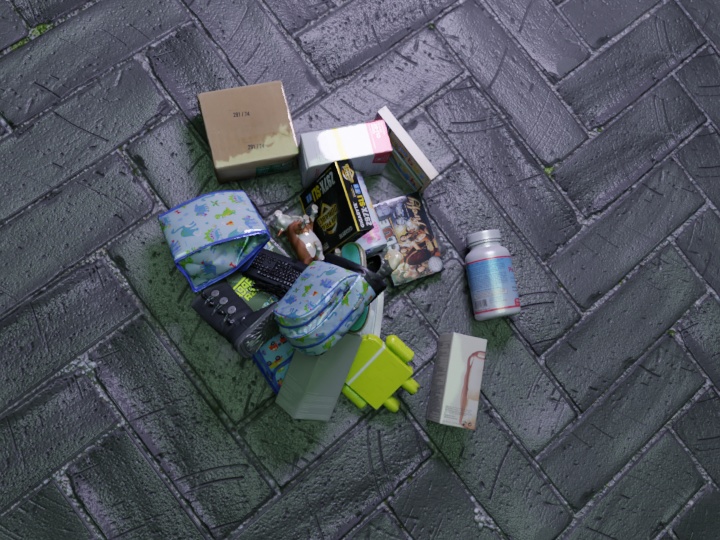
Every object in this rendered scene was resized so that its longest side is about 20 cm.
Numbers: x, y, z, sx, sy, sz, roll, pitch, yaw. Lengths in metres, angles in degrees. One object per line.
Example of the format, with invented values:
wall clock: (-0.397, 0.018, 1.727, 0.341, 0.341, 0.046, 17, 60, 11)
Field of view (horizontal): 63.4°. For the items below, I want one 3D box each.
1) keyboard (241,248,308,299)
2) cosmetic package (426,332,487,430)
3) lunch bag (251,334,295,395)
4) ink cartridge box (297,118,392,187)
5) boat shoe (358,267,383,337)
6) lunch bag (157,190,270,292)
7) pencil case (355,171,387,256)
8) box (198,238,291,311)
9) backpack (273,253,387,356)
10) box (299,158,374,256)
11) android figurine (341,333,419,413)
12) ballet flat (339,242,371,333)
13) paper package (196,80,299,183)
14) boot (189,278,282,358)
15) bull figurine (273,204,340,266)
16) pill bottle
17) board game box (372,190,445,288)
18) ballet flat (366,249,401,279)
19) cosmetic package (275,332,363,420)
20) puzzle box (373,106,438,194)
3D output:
keyboard: (-0.166, 0.014, 1.242, 0.198, 0.040, 0.105, 19, 67, 21)
cosmetic package: (0.218, 0.249, 1.324, 0.086, 0.103, 0.202, 12, 80, -9)
lunch bag: (-0.149, 0.181, 1.274, 0.150, 0.094, 0.201, -37, 116, -23)
ink cartridge box: (-0.041, -0.267, 1.345, 0.198, 0.145, 0.084, -13, 82, -11)
boat shoe: (0.010, 0.090, 1.331, 0.071, 0.070, 0.203, 6, 83, -14)
lunch bag: (-0.308, -0.078, 1.252, 0.199, 0.128, 0.170, -30, 51, -8)
pencil case: (-0.009, -0.127, 1.345, 0.090, 0.083, 0.202, -21, 82, 10)
box: (-0.240, 0.031, 1.314, 0.160, 0.044, 0.200, 45, 77, 0)
backpack: (-0.073, 0.066, 1.129, 0.154, 0.162, 0.201, 39, 77, -44)
box: (-0.057, -0.132, 1.292, 0.049, 0.200, 0.161, -12, 81, -31)
android figurine: (0.031, 0.222, 1.294, 0.200, 0.041, 0.182, 41, 102, -6)
ballet flat: (-0.008, 0.040, 1.252, 0.069, 0.070, 0.202, 2, 73, -9)
paper package: (-0.256, -0.317, 1.341, 0.198, 0.103, 0.193, -13, 84, -12)
boot: (-0.239, 0.074, 1.210, 0.164, 0.199, 0.066, -36, 132, -24)
bull figurine: (-0.121, -0.069, 1.302, 0.065, 0.121, 0.201, -21, 73, -38)
pill bottle: (0.306, 0.012, 1.374, 0.107, 0.109, 0.202, -8, 82, -10)
board game box: (0.107, -0.074, 1.393, 0.134, 0.035, 0.202, -18, 84, -11)
ballet flat: (0.000, 0.000, 1.309, 0.198, 0.057, 0.067, -21, 47, 18)
cosmetic package: (-0.087, 0.208, 1.229, 0.106, 0.090, 0.202, 21, 91, -44)
puzzle box: (0.098, -0.277, 1.376, 0.025, 0.133, 0.201, -37, 87, -13)
